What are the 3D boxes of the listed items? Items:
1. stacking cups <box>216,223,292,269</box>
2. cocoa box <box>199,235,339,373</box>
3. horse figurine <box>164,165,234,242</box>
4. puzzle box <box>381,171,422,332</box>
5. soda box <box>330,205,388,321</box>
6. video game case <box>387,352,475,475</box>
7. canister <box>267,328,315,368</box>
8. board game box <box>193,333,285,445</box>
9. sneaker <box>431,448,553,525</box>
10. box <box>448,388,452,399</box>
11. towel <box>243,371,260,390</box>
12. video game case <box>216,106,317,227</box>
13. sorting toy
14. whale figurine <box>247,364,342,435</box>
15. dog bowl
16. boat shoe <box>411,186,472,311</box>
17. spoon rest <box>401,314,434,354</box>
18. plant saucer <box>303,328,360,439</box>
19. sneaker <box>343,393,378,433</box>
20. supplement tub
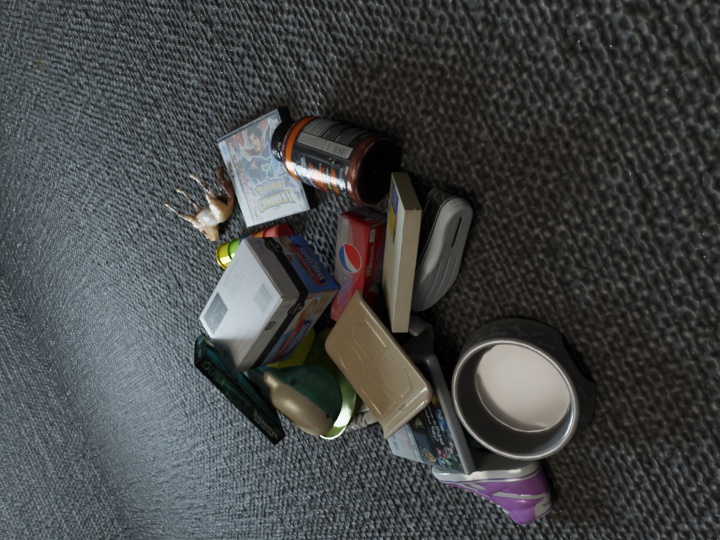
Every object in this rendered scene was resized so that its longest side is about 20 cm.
[{"bbox_3d":[-0.209,-0.053,1.137,0.200,0.060,0.061,-19,95,43],"label":"stacking cups"},{"bbox_3d":[-0.157,0.055,0.978,0.134,0.131,0.200,53,125,25],"label":"cocoa box"},{"bbox_3d":[-0.311,-0.131,1.171,0.133,0.050,0.200,43,135,-17],"label":"horse figurine"},{"bbox_3d":[0.058,-0.027,0.845,0.133,0.025,0.201,-98,10,-57],"label":"puzzle box"},{"bbox_3d":[0.000,0.000,0.952,0.070,0.063,0.201,26,125,33],"label":"soda box"},{"bbox_3d":[0.085,0.224,0.932,0.181,0.023,0.201,-6,107,53],"label":"video game case"},{"bbox_3d":[-0.192,0.111,1.152,0.200,0.086,0.149,41,121,28],"label":"canister"},{"bbox_3d":[-0.213,0.202,0.999,0.200,0.028,0.135,51,174,-18],"label":"board game box"},{"bbox_3d":[0.207,0.351,0.916,0.200,0.073,0.115,-15,102,47],"label":"sneaker"},{"bbox_3d":[0.133,0.231,0.951,0.041,0.039,0.200,52,136,14],"label":"box"},{"bbox_3d":[-0.199,0.215,1.151,0.200,0.144,0.023,36,96,-18],"label":"towel"},{"bbox_3d":[-0.177,-0.183,1.062,0.200,0.025,0.181,-9,103,46],"label":"video game case"},{"bbox_3d":[0.026,0.149,0.910,0.200,0.036,0.185,55,146,18],"label":"sorting toy"},{"bbox_3d":[-0.114,0.207,1.023,0.200,0.104,0.159,18,153,44],"label":"whale figurine"},{"bbox_3d":[0.218,0.170,0.799,0.199,0.059,0.201,9,107,30],"label":"dog bowl"},{"bbox_3d":[0.107,-0.031,0.843,0.071,0.072,0.201,53,138,40],"label":"boat shoe"},{"bbox_3d":[0.089,0.147,0.952,0.099,0.061,0.201,34,143,29],"label":"spoon rest"},{"bbox_3d":[-0.050,0.210,1.074,0.200,0.031,0.201,-14,73,56],"label":"plant saucer"},{"bbox_3d":[-0.017,0.266,1.099,0.200,0.075,0.081,-33,68,46],"label":"sneaker"},{"bbox_3d":[-0.047,-0.175,0.884,0.200,0.107,0.107,25,125,34],"label":"supplement tub"}]
